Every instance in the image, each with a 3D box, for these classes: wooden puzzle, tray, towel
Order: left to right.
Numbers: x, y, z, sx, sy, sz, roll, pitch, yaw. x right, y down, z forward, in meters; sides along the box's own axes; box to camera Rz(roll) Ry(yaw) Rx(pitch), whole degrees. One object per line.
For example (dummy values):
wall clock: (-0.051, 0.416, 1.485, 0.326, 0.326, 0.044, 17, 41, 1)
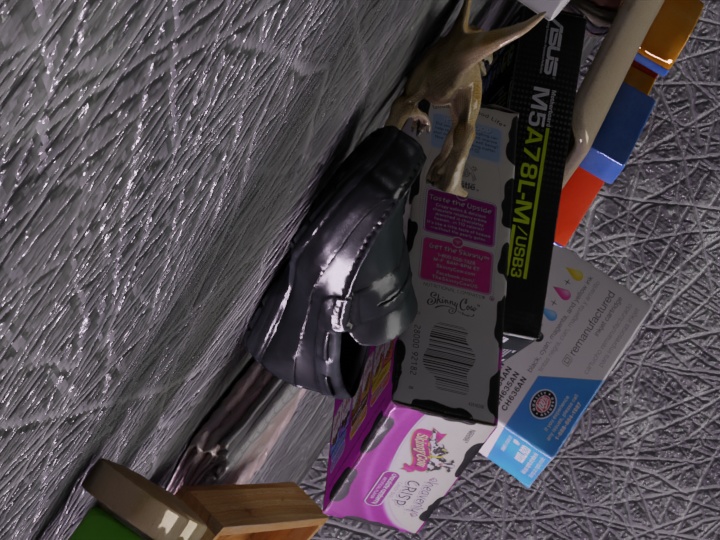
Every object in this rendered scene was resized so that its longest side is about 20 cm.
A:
tray: (-0.089, 0.167, 1.239, 0.099, 0.037, 0.200, -48, 166, 7)
towel: (-0.072, 0.104, 1.328, 0.200, 0.032, 0.191, -52, 174, -44)
wooden puzzle: (0.160, -0.104, 1.375, 0.186, 0.046, 0.200, -61, 175, -27)

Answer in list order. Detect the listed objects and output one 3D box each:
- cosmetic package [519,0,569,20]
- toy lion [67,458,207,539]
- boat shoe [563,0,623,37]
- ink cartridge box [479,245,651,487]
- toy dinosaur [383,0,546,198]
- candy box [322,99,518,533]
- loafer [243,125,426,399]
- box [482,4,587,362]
cosmetic package: (0.131, -0.219, 1.033, 0.201, 0.050, 0.083, -58, 175, 20)
toy lion: (-0.046, 0.162, 0.927, 0.069, 0.191, 0.200, -55, 177, -7)
boat shoe: (0.178, -0.217, 1.505, 0.072, 0.075, 0.200, -60, 177, 24)
ink cartridge box: (0.097, 0.044, 1.690, 0.148, 0.199, 0.145, -55, 174, -12)
toy dinosaur: (0.042, -0.093, 1.075, 0.200, 0.058, 0.102, -118, -133, -85)
candy box: (0.033, 0.023, 1.186, 0.137, 0.061, 0.201, 119, -20, -55)
loafer: (0.000, 0.000, 1.062, 0.068, 0.070, 0.201, -54, 176, -34)
box: (0.082, -0.040, 1.317, 0.200, 0.047, 0.195, 128, -30, -76)
